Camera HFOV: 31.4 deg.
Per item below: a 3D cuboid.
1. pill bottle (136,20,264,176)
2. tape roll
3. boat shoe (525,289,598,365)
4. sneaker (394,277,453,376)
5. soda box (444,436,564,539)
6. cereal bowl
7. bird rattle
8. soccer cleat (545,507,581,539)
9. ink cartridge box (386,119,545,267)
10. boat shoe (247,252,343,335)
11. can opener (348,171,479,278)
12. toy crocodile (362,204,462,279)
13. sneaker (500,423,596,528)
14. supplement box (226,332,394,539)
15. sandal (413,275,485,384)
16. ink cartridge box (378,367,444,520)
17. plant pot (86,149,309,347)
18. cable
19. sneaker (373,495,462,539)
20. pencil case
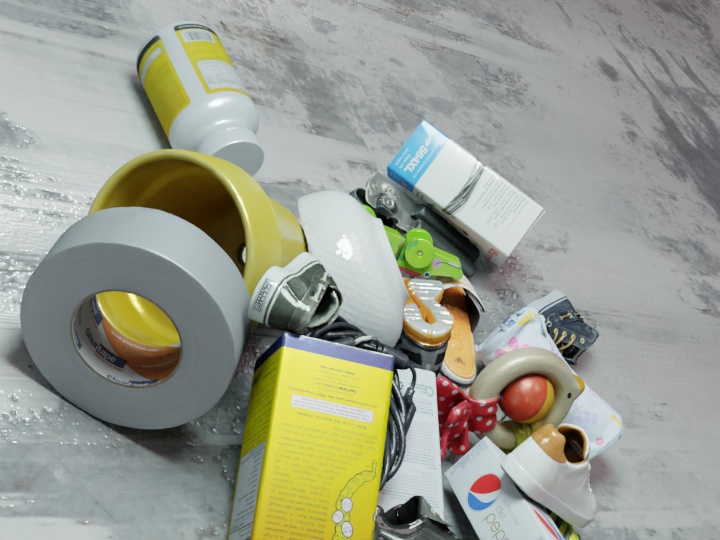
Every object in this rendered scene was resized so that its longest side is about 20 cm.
[{"bbox_3d":[-0.189,-0.198,1.543,0.112,0.112,0.201,4,46,-42],"label":"pill bottle"},{"bbox_3d":[-0.201,0.045,1.154,0.200,0.200,0.066,33,33,-9],"label":"tape roll"},{"bbox_3d":[0.250,0.087,1.674,0.091,0.071,0.200,43,30,13],"label":"boat shoe"},{"bbox_3d":[0.063,0.062,1.524,0.078,0.078,0.200,2,21,-4],"label":"sneaker"},{"bbox_3d":[0.158,0.262,1.312,0.068,0.064,0.200,43,9,-30],"label":"soda box"},{"bbox_3d":[0.000,0.000,1.419,0.200,0.083,0.201,-21,90,-88],"label":"cereal bowl"},{"bbox_3d":[0.163,0.152,1.442,0.200,0.163,0.113,33,12,-25],"label":"bird rattle"},{"bbox_3d":[0.190,0.313,1.347,0.083,0.065,0.201,22,37,-25],"label":"soccer cleat"},{"bbox_3d":[0.138,-0.100,1.711,0.200,0.084,0.146,38,-3,5],"label":"ink cartridge box"},{"bbox_3d":[-0.053,0.031,1.212,0.063,0.071,0.200,26,10,6],"label":"boat shoe"},{"bbox_3d":[0.069,-0.054,1.688,0.200,0.067,0.054,38,50,-26],"label":"can opener"},{"bbox_3d":[0.034,-0.031,1.581,0.199,0.062,0.068,22,13,-11],"label":"toy crocodile"},{"bbox_3d":[0.223,0.214,1.350,0.073,0.085,0.200,45,4,33],"label":"sneaker"},{"bbox_3d":[-0.046,0.173,1.148,0.109,0.109,0.201,14,69,-15],"label":"supplement box"},{"bbox_3d":[0.123,0.051,1.603,0.079,0.059,0.207,20,37,-28],"label":"sandal"},{"bbox_3d":[-0.003,0.185,1.310,0.196,0.043,0.201,15,61,-33],"label":"ink cartridge box"},{"bbox_3d":[-0.151,-0.015,1.303,0.201,0.201,0.189,50,18,16],"label":"plant pot"},{"bbox_3d":[-0.022,0.134,1.259,0.163,0.051,0.200,41,50,-16],"label":"cable"},{"bbox_3d":[0.069,0.268,1.248,0.199,0.066,0.091,15,83,-31],"label":"sneaker"},{"bbox_3d":[0.230,0.142,1.551,0.091,0.083,0.200,-37,89,-16],"label":"pencil case"}]
